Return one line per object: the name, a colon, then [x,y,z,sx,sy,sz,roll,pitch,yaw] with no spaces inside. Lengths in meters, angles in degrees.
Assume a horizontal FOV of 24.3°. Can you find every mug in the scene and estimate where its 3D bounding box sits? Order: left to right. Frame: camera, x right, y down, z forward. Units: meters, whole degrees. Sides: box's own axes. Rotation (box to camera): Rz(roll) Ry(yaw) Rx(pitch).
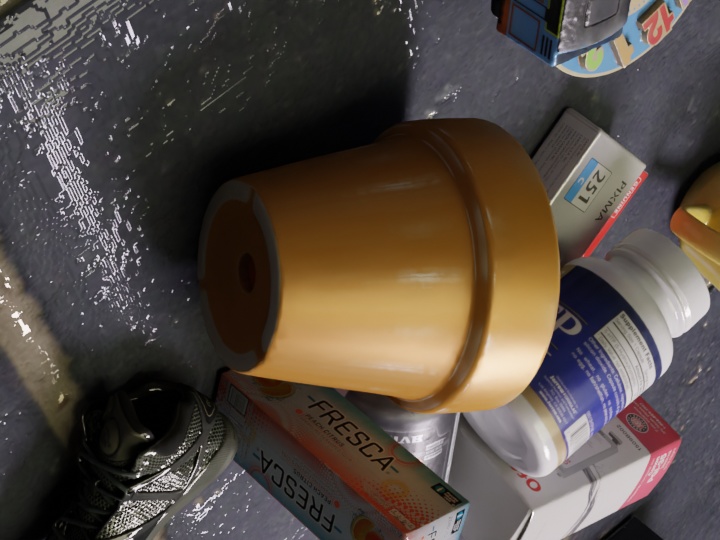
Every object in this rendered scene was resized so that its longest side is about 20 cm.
mug: [0.367,-0.036,1.520,0.149,0.153,0.187,-46,146,-6]

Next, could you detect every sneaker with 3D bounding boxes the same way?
sneaker: [-0.176,0.153,1.133,0.199,0.076,0.114,-47,145,-11]

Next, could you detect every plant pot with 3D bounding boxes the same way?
plant pot: [0.000,0.000,1.106,0.183,0.200,0.200,-3,125,-30]

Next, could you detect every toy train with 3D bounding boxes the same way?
toy train: [0.126,-0.236,1.079,0.087,0.114,0.200,-28,140,-32]

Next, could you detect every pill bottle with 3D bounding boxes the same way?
pill bottle: [0.023,0.116,1.302,0.106,0.106,0.200,-25,138,-33]
pill bottle: [0.178,0.060,1.339,0.200,0.120,0.120,-38,145,-18]

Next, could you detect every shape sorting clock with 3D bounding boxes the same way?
shape sorting clock: [0.202,-0.234,1.239,0.200,0.039,0.200,-31,142,-28]

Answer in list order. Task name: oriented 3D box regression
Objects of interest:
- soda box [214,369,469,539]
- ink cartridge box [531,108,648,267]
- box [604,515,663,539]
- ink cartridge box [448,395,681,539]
soda box: [-0.019,0.140,1.188,0.068,0.200,0.064,-18,135,-41]
ink cartridge box: [0.165,-0.018,1.398,0.200,0.045,0.176,-55,145,7]
box: [0.278,0.419,1.879,0.198,0.123,0.200,-36,144,-24]
ink cartridge box: [0.154,0.151,1.443,0.200,0.147,0.083,-18,144,-40]
